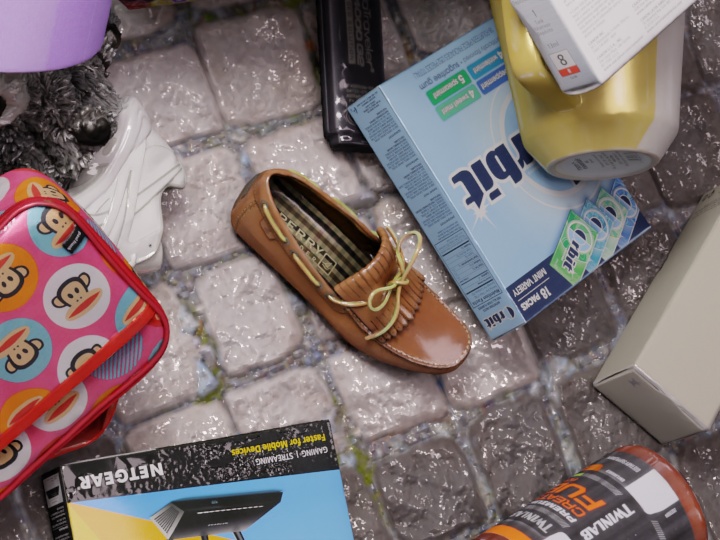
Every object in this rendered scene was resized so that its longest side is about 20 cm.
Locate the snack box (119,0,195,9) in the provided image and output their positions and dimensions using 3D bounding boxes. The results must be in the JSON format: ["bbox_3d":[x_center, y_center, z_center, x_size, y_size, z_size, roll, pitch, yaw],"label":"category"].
[{"bbox_3d":[-0.076,-0.275,1.462,0.198,0.068,0.170,-8,87,4],"label":"snack box"}]

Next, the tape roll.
[{"bbox_3d":[-0.252,-0.192,1.353,0.198,0.200,0.066,6,115,-24],"label":"tape roll"}]

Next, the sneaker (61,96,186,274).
[{"bbox_3d":[-0.181,-0.018,1.466,0.099,0.078,0.201,43,68,-21],"label":"sneaker"}]

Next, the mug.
[{"bbox_3d":[0.154,-0.151,1.572,0.185,0.149,0.155,3,76,-27],"label":"mug"}]

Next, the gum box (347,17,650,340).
[{"bbox_3d":[0.106,-0.075,1.612,0.170,0.044,0.201,-33,92,-41],"label":"gum box"}]

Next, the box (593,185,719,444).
[{"bbox_3d":[0.265,0.029,1.664,0.082,0.068,0.201,40,64,-10],"label":"box"}]

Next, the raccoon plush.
[{"bbox_3d":[-0.236,-0.142,1.440,0.134,0.096,0.201,42,24,-33],"label":"raccoon plush"}]

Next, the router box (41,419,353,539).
[{"bbox_3d":[-0.102,0.190,1.458,0.198,0.051,0.151,-8,82,-27],"label":"router box"}]

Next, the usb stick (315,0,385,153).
[{"bbox_3d":[-0.009,-0.187,1.614,0.055,0.033,0.202,6,74,-34],"label":"usb stick"}]

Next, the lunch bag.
[{"bbox_3d":[-0.226,0.055,1.378,0.200,0.082,0.176,-41,123,-2],"label":"lunch bag"}]

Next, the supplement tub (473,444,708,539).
[{"bbox_3d":[0.145,0.212,1.538,0.199,0.107,0.108,-28,89,-29],"label":"supplement tub"}]

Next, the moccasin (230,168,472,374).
[{"bbox_3d":[0.001,-0.001,1.543,0.201,0.078,0.074,45,63,-8],"label":"moccasin"}]

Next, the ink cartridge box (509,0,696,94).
[{"bbox_3d":[0.148,-0.245,1.473,0.162,0.050,0.201,-41,103,-30],"label":"ink cartridge box"}]
